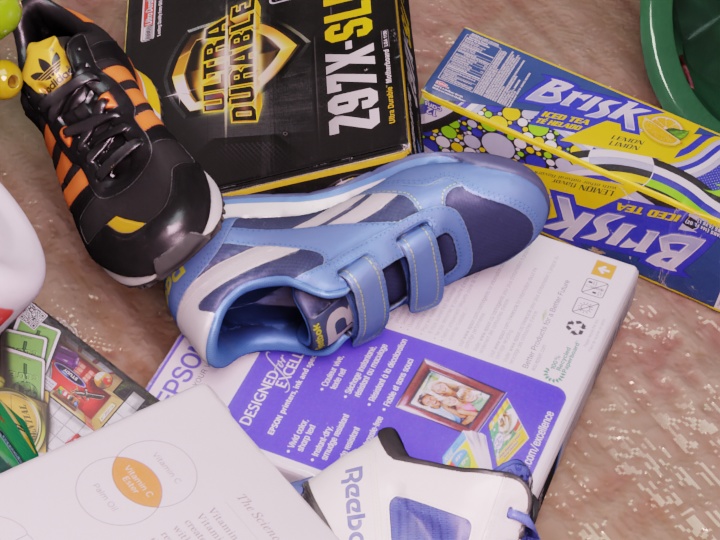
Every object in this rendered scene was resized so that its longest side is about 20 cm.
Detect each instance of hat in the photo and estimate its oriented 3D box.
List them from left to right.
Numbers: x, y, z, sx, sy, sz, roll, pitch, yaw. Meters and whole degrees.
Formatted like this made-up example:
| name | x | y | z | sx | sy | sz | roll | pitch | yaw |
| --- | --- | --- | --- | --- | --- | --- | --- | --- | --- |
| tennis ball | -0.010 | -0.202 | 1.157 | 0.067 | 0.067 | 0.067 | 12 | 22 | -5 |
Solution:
| name | x | y | z | sx | sy | sz | roll | pitch | yaw |
| --- | --- | --- | --- | --- | --- | --- | --- | --- | --- |
| hat | 0.216 | -0.151 | 1.179 | 0.165 | 0.176 | 0.201 | -5 | 89 | -15 |

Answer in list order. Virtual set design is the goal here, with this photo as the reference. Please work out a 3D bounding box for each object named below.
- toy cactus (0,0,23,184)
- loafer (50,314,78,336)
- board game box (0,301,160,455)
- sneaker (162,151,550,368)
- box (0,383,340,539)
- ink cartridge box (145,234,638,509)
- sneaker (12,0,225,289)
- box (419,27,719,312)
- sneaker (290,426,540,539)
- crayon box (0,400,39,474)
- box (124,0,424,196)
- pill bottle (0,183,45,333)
| name | x | y | z | sx | sy | sz | roll | pitch | yaw |
| --- | --- | --- | --- | --- | --- | --- | --- | --- | --- |
| toy cactus | -0.231 | -0.069 | 0.938 | 0.200 | 0.165 | 0.102 | -38 | 56 | 7 |
| loafer | -0.226 | 0.033 | 0.923 | 0.199 | 0.070 | 0.075 | 9 | 50 | -1 |
| board game box | -0.108 | 0.111 | 0.878 | 0.200 | 0.023 | 0.105 | 37 | 57 | 2 |
| sneaker | 0.000 | 0.000 | 0.931 | 0.199 | 0.074 | 0.082 | -14 | 45 | -2 |
| box | -0.103 | 0.162 | 0.744 | 0.199 | 0.107 | 0.152 | -23 | 53 | -33 |
| ink cartridge box | 0.017 | 0.042 | 0.968 | 0.199 | 0.044 | 0.198 | 20 | 50 | 14 |
| sneaker | -0.132 | -0.068 | 0.927 | 0.070 | 0.090 | 0.200 | -38 | 36 | 5 |
| box | 0.130 | -0.056 | 1.052 | 0.199 | 0.070 | 0.064 | 25 | 52 | 12 |
| sneaker | 0.046 | 0.145 | 0.826 | 0.115 | 0.081 | 0.200 | -38 | 74 | 0 |
| crayon box | -0.242 | 0.101 | 0.772 | 0.200 | 0.119 | 0.058 | -34 | 44 | 3 |
| box | -0.050 | -0.099 | 1.031 | 0.159 | 0.049 | 0.201 | -11 | 46 | 9 |
| pill bottle | -0.244 | 0.031 | 0.835 | 0.200 | 0.116 | 0.116 | -43 | 59 | 12 |
